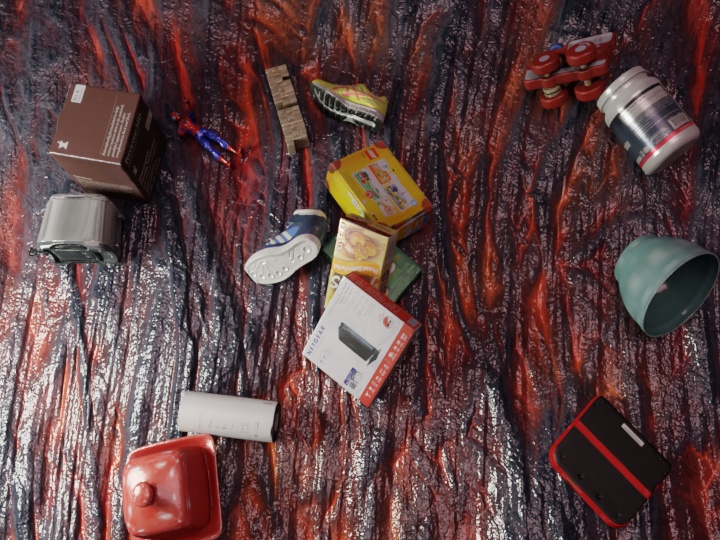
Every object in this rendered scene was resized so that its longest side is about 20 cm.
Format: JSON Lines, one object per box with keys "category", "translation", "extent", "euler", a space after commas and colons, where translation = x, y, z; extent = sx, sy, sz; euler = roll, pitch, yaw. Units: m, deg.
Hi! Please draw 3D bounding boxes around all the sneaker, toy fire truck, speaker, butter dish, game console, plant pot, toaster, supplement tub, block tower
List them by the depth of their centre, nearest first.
{"category": "butter dish", "translation": [-0.378, 0.421, 1.352], "extent": [0.194, 0.148, 0.205], "euler": [-13, 71, 10]}
{"category": "game console", "translation": [0.491, 0.379, 1.417], "extent": [0.176, 0.031, 0.200], "euler": [-41, 76, -15]}
{"category": "speaker", "translation": [-0.263, 0.293, 1.436], "extent": [0.193, 0.081, 0.084], "euler": [6, 72, 4]}
{"category": "plant pot", "translation": [0.605, 0.012, 1.456], "extent": [0.197, 0.203, 0.135], "euler": [-31, 47, -8]}
{"category": "toaster", "translation": [-0.610, -0.088, 1.552], "extent": [0.193, 0.114, 0.133], "euler": [0, 68, 4]}
{"category": "sneaker", "translation": [-0.155, -0.062, 1.559], "extent": [0.196, 0.081, 0.148], "euler": [-24, 31, 25]}
{"category": "supplement tub", "translation": [0.629, -0.329, 1.574], "extent": [0.138, 0.141, 0.203], "euler": [-30, 74, -8]}
{"category": "toy fire truck", "translation": [0.477, -0.471, 1.634], "extent": [0.195, 0.114, 0.170], "euler": [-5, 41, 32]}
{"category": "sneaker", "translation": [-0.024, -0.397, 1.657], "extent": [0.196, 0.079, 0.092], "euler": [26, 66, 4]}
{"category": "block tower", "translation": [-0.168, -0.372, 1.657], "extent": [0.056, 0.054, 0.205], "euler": [-15, 73, -3]}

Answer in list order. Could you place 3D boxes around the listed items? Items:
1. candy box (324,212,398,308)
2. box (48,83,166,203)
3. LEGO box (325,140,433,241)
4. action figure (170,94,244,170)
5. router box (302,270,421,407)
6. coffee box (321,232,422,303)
{"category": "candy box", "translation": [0.000, 0.000, 1.464], "extent": [0.113, 0.055, 0.205], "euler": [22, 115, 22]}
{"category": "box", "translation": [-0.542, -0.271, 1.561], "extent": [0.159, 0.201, 0.171], "euler": [10, 73, 4]}
{"category": "LEGO box", "translation": [0.038, -0.162, 1.544], "extent": [0.146, 0.078, 0.202], "euler": [-26, 68, -26]}
{"category": "action figure", "translation": [-0.361, -0.318, 1.627], "extent": [0.197, 0.099, 0.066], "euler": [33, 74, 14]}
{"category": "router box", "translation": [0.000, 0.138, 1.438], "extent": [0.178, 0.049, 0.203], "euler": [35, 114, 13]}
{"category": "coffee box", "translation": [0.025, -0.017, 1.544], "extent": [0.199, 0.044, 0.123], "euler": [40, 77, 12]}
